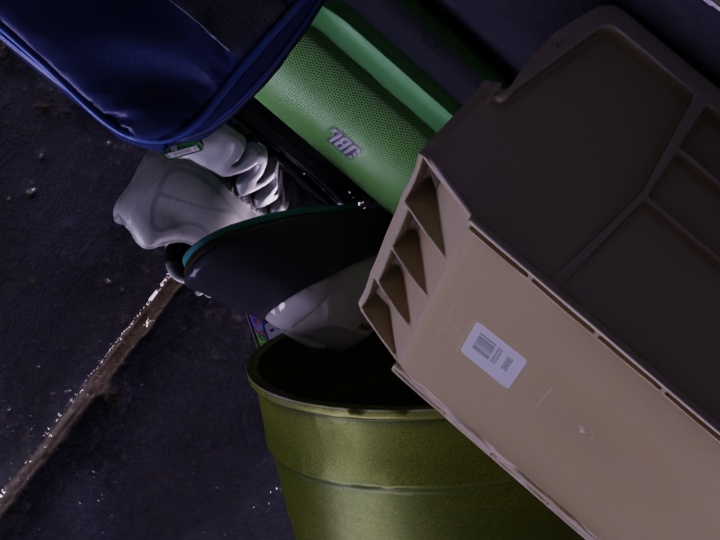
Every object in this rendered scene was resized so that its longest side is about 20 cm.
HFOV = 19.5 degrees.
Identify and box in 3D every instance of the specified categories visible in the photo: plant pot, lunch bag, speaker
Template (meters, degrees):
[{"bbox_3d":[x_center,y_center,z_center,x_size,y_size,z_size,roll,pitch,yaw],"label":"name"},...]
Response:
[{"bbox_3d":[0.053,0.130,1.021,0.200,0.198,0.195,-147,49,-71],"label":"plant pot"},{"bbox_3d":[-0.103,-0.148,0.800,0.200,0.136,0.132,40,178,-5],"label":"lunch bag"},{"bbox_3d":[0.005,-0.086,0.966,0.200,0.089,0.088,40,178,-19],"label":"speaker"}]

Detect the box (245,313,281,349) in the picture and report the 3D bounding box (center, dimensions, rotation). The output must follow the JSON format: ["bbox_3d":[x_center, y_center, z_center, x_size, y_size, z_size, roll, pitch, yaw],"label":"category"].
[{"bbox_3d":[-0.018,-0.014,1.328,0.193,0.121,0.202,49,-160,-83],"label":"box"}]

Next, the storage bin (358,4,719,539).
[{"bbox_3d":[0.106,0.026,0.759,0.198,0.094,0.200,41,163,6],"label":"storage bin"}]

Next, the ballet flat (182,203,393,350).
[{"bbox_3d":[0.000,0.000,1.017,0.073,0.074,0.199,37,-150,28],"label":"ballet flat"}]

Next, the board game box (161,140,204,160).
[{"bbox_3d":[-0.113,-0.154,0.945,0.105,0.023,0.202,91,163,-86],"label":"board game box"}]

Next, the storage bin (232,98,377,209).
[{"bbox_3d":[-0.015,-0.092,1.122,0.135,0.094,0.200,38,179,24],"label":"storage bin"}]

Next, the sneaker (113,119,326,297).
[{"bbox_3d":[-0.058,-0.018,1.085,0.075,0.081,0.200,35,177,38],"label":"sneaker"}]
